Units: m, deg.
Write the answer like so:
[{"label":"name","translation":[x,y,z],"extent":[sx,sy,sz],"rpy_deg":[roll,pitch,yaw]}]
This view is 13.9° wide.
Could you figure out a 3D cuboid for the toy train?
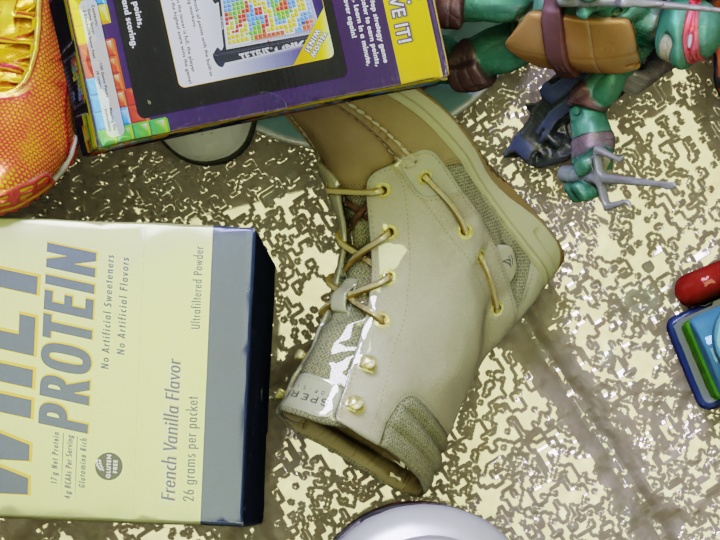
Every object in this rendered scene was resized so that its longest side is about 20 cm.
[{"label":"toy train","translation":[0.253,0.008,1.437],"extent":[0.200,0.116,0.085],"rpy_deg":[-22,87,-1]}]

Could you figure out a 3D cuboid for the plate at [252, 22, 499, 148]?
[{"label":"plate","translation":[-0.008,-0.159,1.493],"extent":[0.200,0.026,0.201],"rpy_deg":[0,87,1]}]

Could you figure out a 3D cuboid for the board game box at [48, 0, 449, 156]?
[{"label":"board game box","translation":[-0.063,-0.165,1.323],"extent":[0.165,0.057,0.201],"rpy_deg":[-12,90,-14]}]

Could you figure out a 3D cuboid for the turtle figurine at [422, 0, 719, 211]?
[{"label":"turtle figurine","translation":[0.096,-0.105,1.400],"extent":[0.199,0.150,0.101],"rpy_deg":[4,43,23]}]

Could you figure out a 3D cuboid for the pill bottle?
[{"label":"pill bottle","translation":[0.029,0.164,1.386],"extent":[0.110,0.200,0.111],"rpy_deg":[0,87,-1]}]

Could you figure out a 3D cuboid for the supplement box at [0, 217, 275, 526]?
[{"label":"supplement box","translation":[-0.146,0.050,1.393],"extent":[0.199,0.200,0.135],"rpy_deg":[2,85,1]}]

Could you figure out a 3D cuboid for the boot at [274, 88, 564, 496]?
[{"label":"boot","translation":[0.000,0.000,1.406],"extent":[0.200,0.072,0.155],"rpy_deg":[43,68,-34]}]

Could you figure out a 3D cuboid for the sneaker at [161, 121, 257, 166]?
[{"label":"sneaker","translation":[-0.092,-0.143,1.415],"extent":[0.067,0.108,0.202],"rpy_deg":[-7,99,2]}]

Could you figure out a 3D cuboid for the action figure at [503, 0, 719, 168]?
[{"label":"action figure","translation":[0.167,-0.113,1.474],"extent":[0.194,0.105,0.200],"rpy_deg":[47,114,9]}]

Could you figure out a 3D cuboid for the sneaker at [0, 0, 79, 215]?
[{"label":"sneaker","translation":[-0.163,-0.104,1.354],"extent":[0.073,0.077,0.200],"rpy_deg":[-4,45,7]}]
